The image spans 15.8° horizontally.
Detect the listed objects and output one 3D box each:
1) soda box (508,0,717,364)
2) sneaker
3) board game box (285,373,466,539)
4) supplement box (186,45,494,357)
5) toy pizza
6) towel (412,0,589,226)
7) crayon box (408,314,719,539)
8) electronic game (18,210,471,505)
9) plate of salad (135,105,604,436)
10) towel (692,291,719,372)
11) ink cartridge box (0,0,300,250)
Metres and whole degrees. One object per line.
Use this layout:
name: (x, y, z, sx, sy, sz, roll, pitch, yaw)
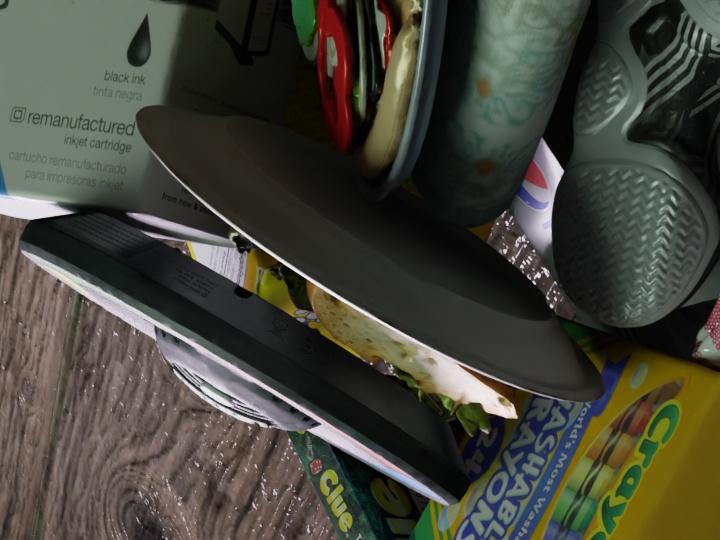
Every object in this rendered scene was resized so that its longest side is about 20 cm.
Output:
soda box: (0.111, -0.025, 1.073, 0.200, 0.063, 0.068, 56, 158, -1)
sneaker: (0.141, -0.077, 0.942, 0.075, 0.115, 0.201, 28, 109, 42)
board game box: (0.037, 0.125, 1.106, 0.023, 0.104, 0.201, -48, 54, 29)
supplement box: (-0.030, -0.069, 1.153, 0.109, 0.109, 0.201, 105, 147, -60)
toy pizza: (0.000, -0.125, 0.927, 0.200, 0.032, 0.201, -179, 90, -81)
towel: (0.045, -0.143, 0.935, 0.171, 0.048, 0.201, 102, 166, -58)
crayon box: (0.093, 0.092, 0.971, 0.051, 0.126, 0.200, 30, 176, -22)
electronic game: (-0.045, 0.036, 1.007, 0.199, 0.042, 0.200, 31, 174, 3)
plate of salad: (0.000, 0.000, 0.954, 0.199, 0.048, 0.200, 29, -168, -7)
towel: (0.203, 0.001, 0.863, 0.146, 0.030, 0.200, 23, 140, 4)
ink cartridge box: (-0.099, -0.120, 1.067, 0.145, 0.201, 0.084, 7, 174, 37)
